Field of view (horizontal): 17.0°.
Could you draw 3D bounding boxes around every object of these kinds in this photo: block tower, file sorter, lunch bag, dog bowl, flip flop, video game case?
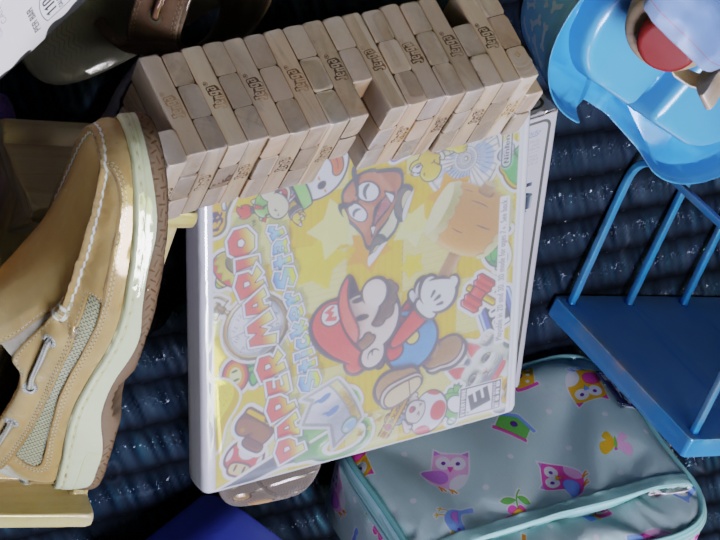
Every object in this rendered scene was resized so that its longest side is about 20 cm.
[{"bbox_3d":[-0.014,-0.077,1.082,0.199,0.058,0.054,-16,157,-28],"label":"block tower"},{"bbox_3d":[0.243,0.017,1.400,0.199,0.139,0.123,2,124,-37],"label":"file sorter"},{"bbox_3d":[0.094,0.135,1.382,0.199,0.161,0.077,-15,136,-24],"label":"lunch bag"},{"bbox_3d":[0.160,-0.119,1.275,0.112,0.050,0.200,-49,138,13],"label":"dog bowl"},{"bbox_3d":[-0.065,-0.127,1.062,0.199,0.058,0.081,-16,141,13],"label":"flip flop"},{"bbox_3d":[0.000,0.000,1.178,0.181,0.023,0.201,-13,121,-26],"label":"video game case"}]

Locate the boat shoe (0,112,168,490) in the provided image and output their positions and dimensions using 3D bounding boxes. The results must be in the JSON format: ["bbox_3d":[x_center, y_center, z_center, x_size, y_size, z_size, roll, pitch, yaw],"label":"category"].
[{"bbox_3d":[-0.133,0.018,1.027,0.076,0.072,0.201,4,126,-17],"label":"boat shoe"}]

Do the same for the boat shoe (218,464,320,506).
[{"bbox_3d":[-0.049,0.037,1.254,0.075,0.072,0.200,-1,135,-20],"label":"boat shoe"}]

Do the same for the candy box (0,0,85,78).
[{"bbox_3d":[-0.179,-0.134,0.957,0.200,0.061,0.137,-46,143,-19],"label":"candy box"}]

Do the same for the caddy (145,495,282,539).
[{"bbox_3d":[-0.065,0.220,1.328,0.105,0.200,0.142,-40,141,-23],"label":"caddy"}]

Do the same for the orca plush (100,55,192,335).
[{"bbox_3d":[-0.106,-0.006,1.168,0.105,0.071,0.200,9,122,-41],"label":"orca plush"}]

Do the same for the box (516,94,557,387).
[{"bbox_3d":[0.032,-0.011,1.275,0.116,0.060,0.201,-18,137,-22],"label":"box"}]

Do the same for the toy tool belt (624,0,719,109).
[{"bbox_3d":[0.186,-0.139,1.109,0.125,0.123,0.200,39,128,-12],"label":"toy tool belt"}]

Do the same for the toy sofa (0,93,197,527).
[{"bbox_3d":[-0.152,0.019,1.132,0.083,0.098,0.201,2,126,-28],"label":"toy sofa"}]
